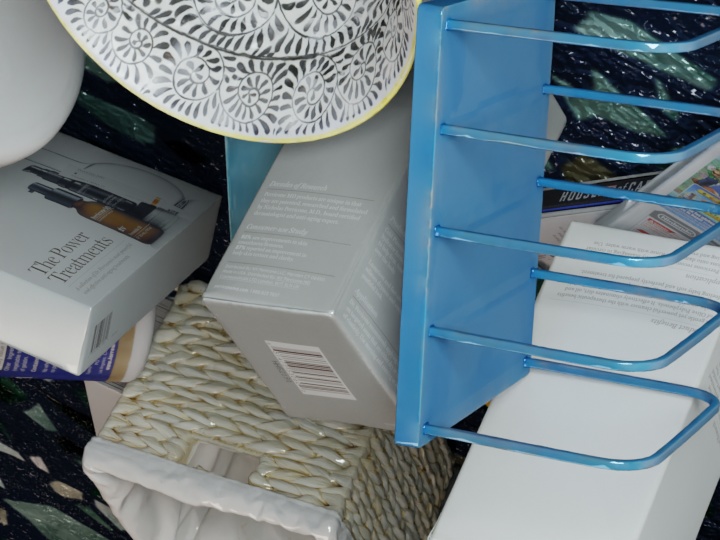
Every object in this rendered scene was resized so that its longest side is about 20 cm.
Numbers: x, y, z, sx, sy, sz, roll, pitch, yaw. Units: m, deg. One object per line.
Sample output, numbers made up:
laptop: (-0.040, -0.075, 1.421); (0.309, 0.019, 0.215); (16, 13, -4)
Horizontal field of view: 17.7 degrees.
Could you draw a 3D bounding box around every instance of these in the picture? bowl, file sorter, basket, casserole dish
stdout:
bowl: (-0.050, -0.167, 1.068); (0.199, 0.094, 0.202); (15, 136, 15)
file sorter: (0.101, -0.023, 1.059); (0.122, 0.139, 0.201); (10, 106, 25)
basket: (-0.053, 0.138, 1.607); (0.197, 0.161, 0.200); (14, 151, 23)
casserole dish: (-0.051, -0.092, 1.226); (0.038, 0.122, 0.200); (2, 153, -1)

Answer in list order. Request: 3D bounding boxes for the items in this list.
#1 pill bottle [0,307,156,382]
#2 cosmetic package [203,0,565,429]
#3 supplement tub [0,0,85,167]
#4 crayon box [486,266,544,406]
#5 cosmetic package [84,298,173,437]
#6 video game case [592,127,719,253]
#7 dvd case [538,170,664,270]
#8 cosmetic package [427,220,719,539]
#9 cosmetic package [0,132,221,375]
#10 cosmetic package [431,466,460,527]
pill bottle: (-0.240, 0.012, 1.520); (0.199, 0.117, 0.116); (4, 160, -16)
cosmetic package: (0.016, -0.033, 1.147); (0.090, 0.201, 0.107); (5, 145, 34)
supplement tub: (-0.266, -0.122, 1.334); (0.145, 0.145, 0.199); (41, 151, -30)
crayon box: (0.121, 0.068, 1.405); (0.200, 0.052, 0.125); (40, 164, -30)
cosmetic package: (-0.162, 0.095, 1.733); (0.050, 0.083, 0.200); (24, 155, 11)
video game case: (0.214, -0.013, 1.169); (0.143, 0.018, 0.200); (31, 154, -9)
dvd case: (0.186, 0.000, 1.270); (0.150, 0.025, 0.199); (42, 152, -30)
cosmetic package: (0.126, 0.083, 1.177); (0.107, 0.201, 0.085); (12, 151, 28)
cosmetic package: (-0.192, -0.020, 1.414); (0.150, 0.200, 0.052); (20, 116, 12)
cosmetic package: (0.039, 0.199, 1.709); (0.199, 0.107, 0.090); (13, 152, 24)
